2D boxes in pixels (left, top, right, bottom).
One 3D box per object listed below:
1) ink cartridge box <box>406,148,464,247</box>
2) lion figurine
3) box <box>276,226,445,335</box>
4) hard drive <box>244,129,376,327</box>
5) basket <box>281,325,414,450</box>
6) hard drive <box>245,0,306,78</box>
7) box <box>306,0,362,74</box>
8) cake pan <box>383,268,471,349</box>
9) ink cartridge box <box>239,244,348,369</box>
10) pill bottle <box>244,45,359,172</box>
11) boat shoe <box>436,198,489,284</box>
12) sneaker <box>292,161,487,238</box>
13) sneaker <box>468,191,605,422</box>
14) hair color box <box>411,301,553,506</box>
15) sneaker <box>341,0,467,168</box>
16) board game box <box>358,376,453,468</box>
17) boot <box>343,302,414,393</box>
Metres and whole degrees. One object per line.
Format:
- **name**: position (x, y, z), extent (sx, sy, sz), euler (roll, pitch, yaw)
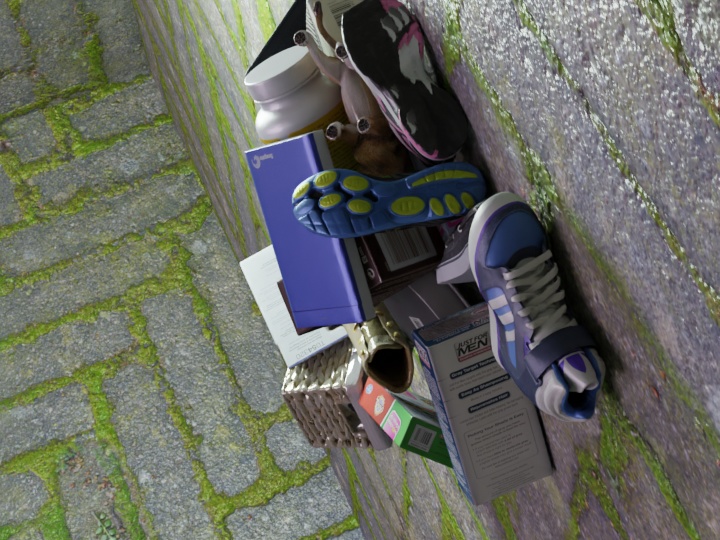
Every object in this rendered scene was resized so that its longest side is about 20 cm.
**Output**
- **ink cartridge box**: position (0.064, -0.111, 1.686), extent (0.119, 0.042, 0.202), euler (102, 147, -72)
- **lion figurine**: position (-0.002, -0.178, 1.614), extent (0.122, 0.072, 0.202), euler (14, -117, -64)
- **box**: position (0.000, 0.000, 1.681), extent (0.200, 0.099, 0.076), euler (-37, 75, 54)
- **hard drive**: position (-0.055, -0.041, 1.623), extent (0.131, 0.025, 0.202), euler (-7, 101, 55)
- **basket**: position (-0.016, 0.133, 2.088), extent (0.201, 0.122, 0.136), euler (-74, -32, -43)
- **hard drive**: position (-0.081, -0.261, 1.857), extent (0.042, 0.136, 0.200), euler (34, 179, 5)
- **box**: position (-0.019, -0.243, 1.762), extent (0.200, 0.068, 0.083), euler (96, 150, -68)
- **cake pan**: position (0.084, 0.055, 1.774), extent (0.201, 0.037, 0.201), euler (49, 166, 16)
- **ink cartridge box**: position (-0.044, 0.022, 2.074), extent (0.201, 0.195, 0.043), euler (62, -179, 35)
- **pill bottle**: position (-0.046, -0.143, 1.696), extent (0.201, 0.112, 0.112), euler (62, 173, -22)
- **boat shoe**: position (0.118, -0.026, 1.523), extent (0.200, 0.068, 0.057), euler (134, 129, -76)
- **sneaker**: position (0.029, -0.066, 1.533), extent (0.083, 0.197, 0.072), euler (54, -149, -77)
- **sneaker**: position (0.169, 0.041, 1.358), extent (0.146, 0.080, 0.202), euler (42, 150, 51)
- **hair color box**: position (0.134, 0.144, 1.664), extent (0.061, 0.099, 0.202), euler (-133, 24, -67)
- **sneaker**: position (0.039, -0.184, 1.555), extent (0.086, 0.080, 0.202), euler (92, 155, -70)
- **board game box**: position (0.093, 0.198, 1.895), extent (0.041, 0.152, 0.200), euler (-65, 17, 4)
- **boot**: position (0.001, 0.044, 1.886), extent (0.156, 0.072, 0.201), euler (-115, 0, -54)
